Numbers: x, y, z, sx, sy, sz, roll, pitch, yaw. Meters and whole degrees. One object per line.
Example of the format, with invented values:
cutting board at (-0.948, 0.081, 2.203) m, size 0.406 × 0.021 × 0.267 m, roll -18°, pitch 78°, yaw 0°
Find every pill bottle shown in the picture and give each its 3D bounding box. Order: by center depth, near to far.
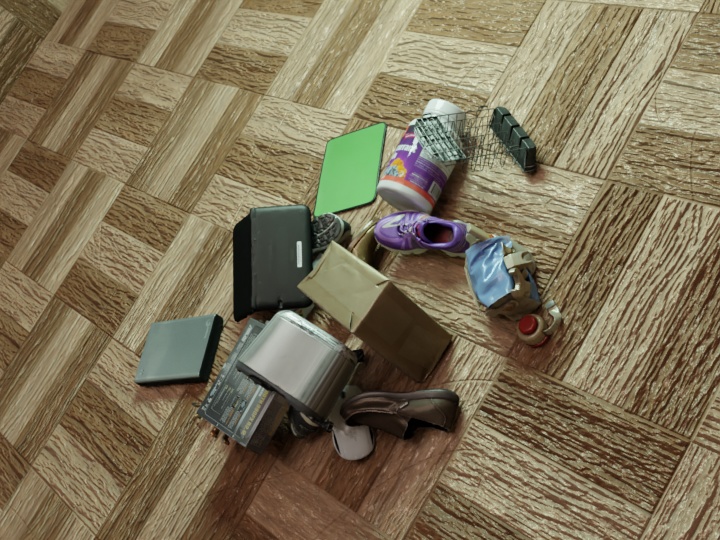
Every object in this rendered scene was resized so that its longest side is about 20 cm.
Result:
pill bottle at (0.120, -0.209, 1.781) m, size 0.111 × 0.111 × 0.201 m, roll 15°, pitch 72°, yaw 45°

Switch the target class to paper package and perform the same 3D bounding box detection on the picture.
paper package at (0.023, 0.069, 1.613) m, size 0.104 × 0.200 × 0.190 m, roll -53°, pitch 42°, yaw -3°

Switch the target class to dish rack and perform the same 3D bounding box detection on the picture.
dish rack at (0.196, -0.224, 1.684) m, size 0.198 × 0.055 × 0.154 m, roll -10°, pitch 42°, yaw -16°

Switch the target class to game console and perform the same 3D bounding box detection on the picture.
game console at (-0.172, -0.012, 1.873) m, size 0.174 × 0.116 × 0.202 m, roll -4°, pitch 76°, yaw 4°

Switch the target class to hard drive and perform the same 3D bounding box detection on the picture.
hard drive at (-0.377, 0.167, 2.012) m, size 0.198 × 0.033 × 0.141 m, roll -9°, pitch 57°, yaw 36°

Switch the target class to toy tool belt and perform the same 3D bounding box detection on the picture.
toy tool belt at (0.224, 0.020, 1.529) m, size 0.124 × 0.123 × 0.201 m, roll -35°, pitch 46°, yaw 18°

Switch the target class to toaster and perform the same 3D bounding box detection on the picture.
toaster at (-0.094, 0.157, 1.574) m, size 0.199 × 0.114 × 0.130 m, roll 30°, pitch 80°, yaw 25°

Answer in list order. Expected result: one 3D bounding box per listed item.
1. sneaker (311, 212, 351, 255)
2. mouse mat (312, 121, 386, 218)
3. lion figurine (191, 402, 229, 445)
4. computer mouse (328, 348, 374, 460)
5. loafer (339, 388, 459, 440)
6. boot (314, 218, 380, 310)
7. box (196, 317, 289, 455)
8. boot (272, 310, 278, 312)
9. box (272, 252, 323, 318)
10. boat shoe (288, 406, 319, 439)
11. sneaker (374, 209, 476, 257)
sneaker at (-0.104, -0.052, 1.897) m, size 0.199 × 0.079 × 0.075 m, roll -19°, pitch 79°, yaw 27°
mouse mat at (-0.022, -0.205, 1.977) m, size 0.160 × 0.008 × 0.202 m, roll -13°, pitch 56°, yaw 35°
lion figurine at (-0.243, 0.250, 1.814) m, size 0.123 × 0.072 × 0.199 m, roll -52°, pitch 40°, yaw -6°
computer mouse at (-0.024, 0.225, 1.642) m, size 0.108 × 0.044 × 0.201 m, roll -15°, pitch 51°, yaw -5°
loafer at (0.059, 0.232, 1.542) m, size 0.198 × 0.073 × 0.072 m, roll -8°, pitch 63°, yaw 19°
boot at (0.000, 0.000, 1.781) m, size 0.075 × 0.074 × 0.201 m, roll 29°, pitch 82°, yaw 23°
box at (-0.184, 0.200, 1.703) m, size 0.158 × 0.048 × 0.201 m, roll 21°, pitch 79°, yaw 44°
boot at (-0.198, 0.015, 1.932) m, size 0.074 × 0.075 × 0.200 m, roll -46°, pitch 44°, yaw 2°
box at (-0.115, 0.061, 1.853) m, size 0.041 × 0.039 × 0.201 m, roll 32°, pitch 85°, yaw 46°
boat shoe at (-0.102, 0.205, 1.727) m, size 0.068 × 0.071 × 0.201 m, roll -53°, pitch 30°, yaw 37°
sneaker at (0.105, -0.072, 1.697) m, size 0.198 × 0.083 × 0.082 m, roll 4°, pitch 83°, yaw 34°
